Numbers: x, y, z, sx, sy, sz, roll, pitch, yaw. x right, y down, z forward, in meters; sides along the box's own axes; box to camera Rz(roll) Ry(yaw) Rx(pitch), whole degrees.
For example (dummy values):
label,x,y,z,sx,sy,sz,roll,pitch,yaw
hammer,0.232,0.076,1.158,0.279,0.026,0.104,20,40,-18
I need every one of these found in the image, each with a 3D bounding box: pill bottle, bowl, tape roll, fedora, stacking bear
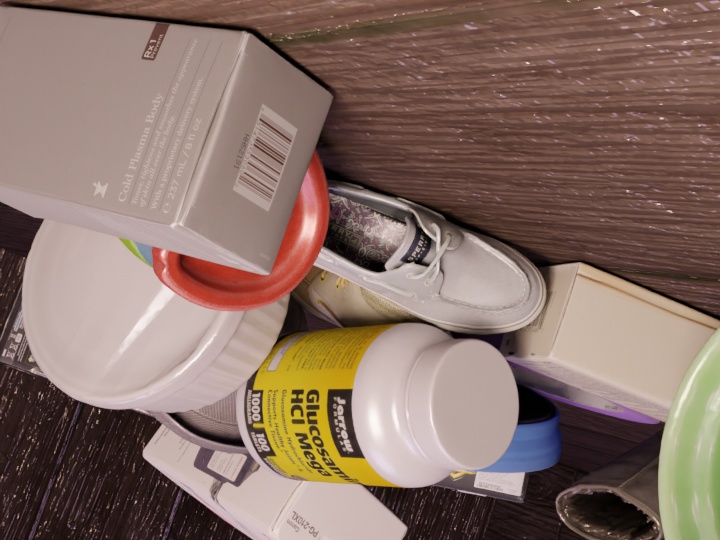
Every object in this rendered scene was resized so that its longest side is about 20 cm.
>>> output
label,x,y,z,sx,sy,sz,roll,pitch,yaw
pill bottle,0.011,0.095,0.920,0.112,0.113,0.199,25,159,-36
bowl,0.071,0.116,1.085,0.199,0.040,0.201,9,-171,-1
tape roll,0.166,0.067,1.105,0.199,0.066,0.200,19,171,3
fedora,-0.103,0.055,1.065,0.177,0.090,0.200,38,-152,1
stacking bear,-0.123,-0.057,0.827,0.200,0.122,0.114,25,171,41

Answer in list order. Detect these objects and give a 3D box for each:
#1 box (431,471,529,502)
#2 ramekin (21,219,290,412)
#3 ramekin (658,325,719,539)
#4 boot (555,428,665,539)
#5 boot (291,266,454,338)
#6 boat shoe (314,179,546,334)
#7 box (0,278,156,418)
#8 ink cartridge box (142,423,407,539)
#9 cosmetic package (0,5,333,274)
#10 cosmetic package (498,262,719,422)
label,x,y,z,sx,sy,sz,roll,pitch,yaw
box,0.071,0.150,1.177,0.158,0.046,0.200,11,-174,5
ramekin,-0.141,0.011,0.951,0.202,0.203,0.094,14,168,34
ramekin,0.269,0.114,0.718,0.097,0.201,0.200,15,175,-29
boot,0.277,0.155,1.022,0.181,0.073,0.199,-10,-177,43
boot,0.000,0.000,1.004,0.200,0.072,0.155,41,164,20
boat shoe,0.030,-0.010,0.881,0.200,0.070,0.072,20,174,6
box,-0.219,0.015,1.183,0.160,0.201,0.049,18,171,2
ink cartridge box,-0.076,0.196,1.153,0.200,0.085,0.145,19,158,47
cosmetic package,-0.125,-0.073,0.697,0.199,0.107,0.090,12,170,34
cosmetic package,0.212,0.064,0.936,0.199,0.073,0.103,21,172,-14
